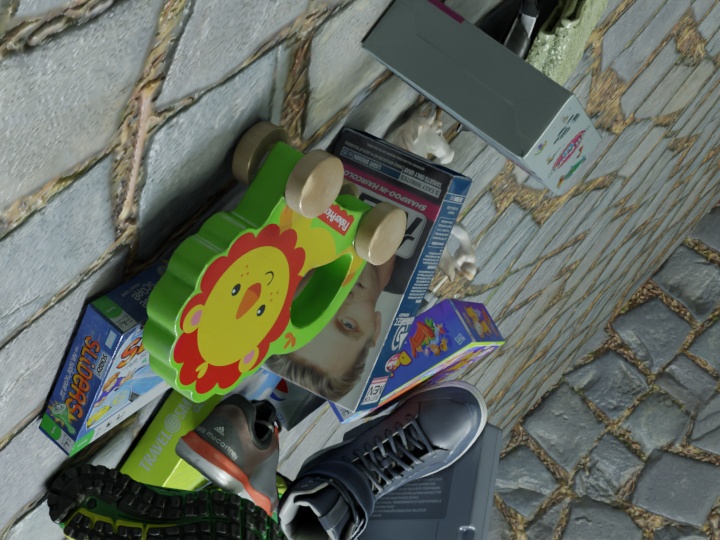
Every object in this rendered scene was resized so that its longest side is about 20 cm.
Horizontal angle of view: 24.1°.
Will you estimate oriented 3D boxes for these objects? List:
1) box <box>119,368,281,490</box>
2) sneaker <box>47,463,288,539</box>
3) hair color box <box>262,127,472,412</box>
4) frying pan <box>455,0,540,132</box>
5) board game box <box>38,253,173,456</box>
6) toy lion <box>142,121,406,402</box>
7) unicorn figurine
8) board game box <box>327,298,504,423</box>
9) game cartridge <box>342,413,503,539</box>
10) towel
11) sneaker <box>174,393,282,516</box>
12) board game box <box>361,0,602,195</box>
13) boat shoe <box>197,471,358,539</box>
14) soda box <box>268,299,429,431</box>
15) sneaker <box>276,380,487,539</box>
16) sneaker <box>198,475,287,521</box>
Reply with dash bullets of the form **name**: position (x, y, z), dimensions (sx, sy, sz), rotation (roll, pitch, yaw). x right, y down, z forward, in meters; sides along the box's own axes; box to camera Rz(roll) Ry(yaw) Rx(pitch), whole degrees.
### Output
- **box**: position (-0.121, 0.111, 1.437), dimensions (0.200, 0.048, 0.122), rotation (-55, 165, 20)
- **sneaker**: position (-0.147, 0.204, 1.337), dimensions (0.085, 0.199, 0.078), rotation (118, -7, -75)
- **hair color box**: position (0.000, 0.000, 1.320), dimensions (0.200, 0.100, 0.061), rotation (-68, 163, 7)
- **frying pan**: position (0.131, -0.199, 1.434), dimensions (0.190, 0.031, 0.115), rotation (-62, -179, 4)
- **board game box**: position (-0.137, 0.038, 1.220), dimensions (0.200, 0.034, 0.136), rotation (-35, 160, -47)
- **toy lion**: position (-0.067, 0.007, 1.180), dimensions (0.192, 0.069, 0.200), rotation (-60, 153, -1)
- **unicorn figurine**: position (0.036, -0.040, 1.412), dimensions (0.200, 0.138, 0.074), rotation (-36, -173, -1)
- **board game box**: position (0.049, 0.080, 1.514), dimensions (0.134, 0.045, 0.200), rotation (-32, 172, 10)
- **game cartridge**: position (0.051, 0.197, 1.580), dimensions (0.040, 0.200, 0.134), rotation (20, 71, -38)
- **towel**: position (0.181, -0.203, 1.519), dimensions (0.149, 0.036, 0.200), rotation (-55, 174, -31)
- **sneaker**: position (-0.089, 0.151, 1.400), dimensions (0.082, 0.077, 0.200), rotation (-53, 166, -9)
- **board game box**: position (0.098, -0.133, 1.276), dimensions (0.064, 0.147, 0.200), rotation (-53, 166, 4)
- **boat shoe**: position (-0.065, 0.237, 1.623), dimensions (0.091, 0.200, 0.071), rotation (9, 106, -62)
- **soda box**: position (-0.023, 0.067, 1.587), dimensions (0.200, 0.068, 0.064), rotation (-34, 162, -47)
- **sneaker**: position (0.016, 0.177, 1.471), dimensions (0.202, 0.077, 0.146), rotation (-33, -176, 20)
- **sneaker**: position (-0.153, 0.241, 1.499), dimensions (0.199, 0.084, 0.074), rotation (-15, -178, -17)
